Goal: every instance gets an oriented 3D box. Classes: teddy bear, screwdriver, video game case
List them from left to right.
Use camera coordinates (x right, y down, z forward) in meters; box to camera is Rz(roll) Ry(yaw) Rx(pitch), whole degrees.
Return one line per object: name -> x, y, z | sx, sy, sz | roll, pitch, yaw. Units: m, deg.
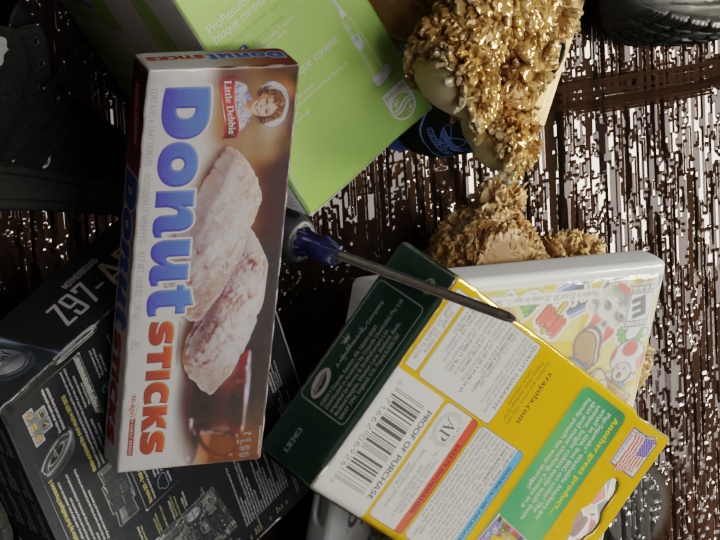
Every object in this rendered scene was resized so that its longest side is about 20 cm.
screwdriver -> 0.000, 0.000, 1.368 | 0.028, 0.200, 0.029 | -23, 127, -42
video game case -> 0.065, 0.082, 1.480 | 0.200, 0.023, 0.182 | -6, 116, -37
teddy bear -> 0.068, -0.140, 1.312 | 0.145, 0.067, 0.200 | 56, 34, -36
teddy bear -> 0.090, 0.033, 1.537 | 0.200, 0.067, 0.145 | 26, 91, -44

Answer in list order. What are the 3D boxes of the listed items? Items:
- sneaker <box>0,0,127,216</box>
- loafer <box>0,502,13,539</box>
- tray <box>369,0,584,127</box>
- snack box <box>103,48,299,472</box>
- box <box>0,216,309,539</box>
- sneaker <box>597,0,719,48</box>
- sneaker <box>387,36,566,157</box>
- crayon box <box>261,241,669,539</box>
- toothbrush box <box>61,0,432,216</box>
sneaker -> -0.159, -0.082, 1.315 | 0.200, 0.060, 0.104 | 1, 101, -35
loafer -> -0.217, 0.107, 1.300 | 0.075, 0.070, 0.200 | -47, 137, -43
tray -> 0.034, -0.156, 1.474 | 0.200, 0.037, 0.099 | 23, 82, -39
snack box -> -0.073, -0.003, 1.268 | 0.072, 0.024, 0.200 | -4, 116, -22
box -> -0.103, 0.076, 1.357 | 0.160, 0.044, 0.200 | -43, 139, -25
sneaker -> 0.205, -0.175, 1.594 | 0.200, 0.076, 0.091 | -11, 94, -44
sneaker -> 0.084, -0.139, 1.443 | 0.070, 0.078, 0.200 | 43, 71, -34
crayon box -> 0.056, 0.087, 1.425 | 0.200, 0.052, 0.126 | 36, 88, -43
toothbrush box -> -0.077, -0.137, 1.313 | 0.086, 0.146, 0.200 | -41, 121, -17
